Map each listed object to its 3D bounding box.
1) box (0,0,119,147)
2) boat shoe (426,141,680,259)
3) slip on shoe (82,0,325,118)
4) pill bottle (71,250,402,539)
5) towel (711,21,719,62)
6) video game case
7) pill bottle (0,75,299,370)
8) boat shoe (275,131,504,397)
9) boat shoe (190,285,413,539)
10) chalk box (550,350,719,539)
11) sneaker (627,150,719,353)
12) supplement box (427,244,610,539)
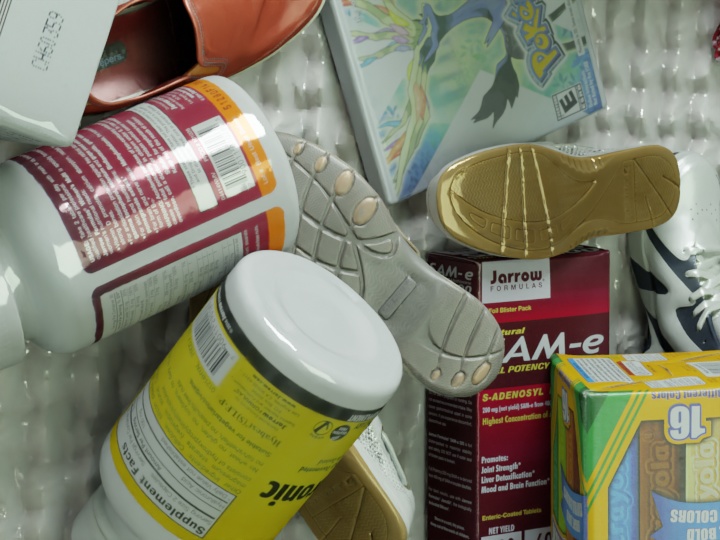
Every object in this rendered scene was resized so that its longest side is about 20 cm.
[{"bbox_3d":[-0.223,-0.186,1.039,0.198,0.130,0.201,20,85,-32],"label":"box"},{"bbox_3d":[0.112,-0.046,1.304,0.199,0.069,0.071,-4,97,-38],"label":"boat shoe"},{"bbox_3d":[-0.096,-0.136,1.168,0.199,0.061,0.074,-25,107,-29],"label":"slip on shoe"},{"bbox_3d":[-0.075,0.095,1.139,0.111,0.112,0.200,23,119,-32],"label":"pill bottle"},{"bbox_3d":[0.322,-0.228,1.378,0.144,0.023,0.201,-3,129,-21],"label":"towel"},{"bbox_3d":[0.059,-0.165,1.285,0.182,0.022,0.201,-25,109,-27],"label":"video game case"},{"bbox_3d":[-0.142,-0.022,1.121,0.199,0.109,0.110,-25,109,-22],"label":"pill bottle"},{"bbox_3d":[0.000,0.000,1.235,0.076,0.072,0.200,-43,94,-6],"label":"boat shoe"},{"bbox_3d":[-0.032,0.080,1.228,0.201,0.071,0.069,61,23,-8],"label":"boat shoe"},{"bbox_3d":[0.182,0.157,1.250,0.123,0.125,0.201,-1,97,-5],"label":"chalk box"},{"bbox_3d":[0.241,0.024,1.359,0.079,0.129,0.200,5,93,-33],"label":"sneaker"},{"bbox_3d":[0.102,0.087,1.320,0.108,0.061,0.201,-5,98,-31],"label":"supplement box"}]
